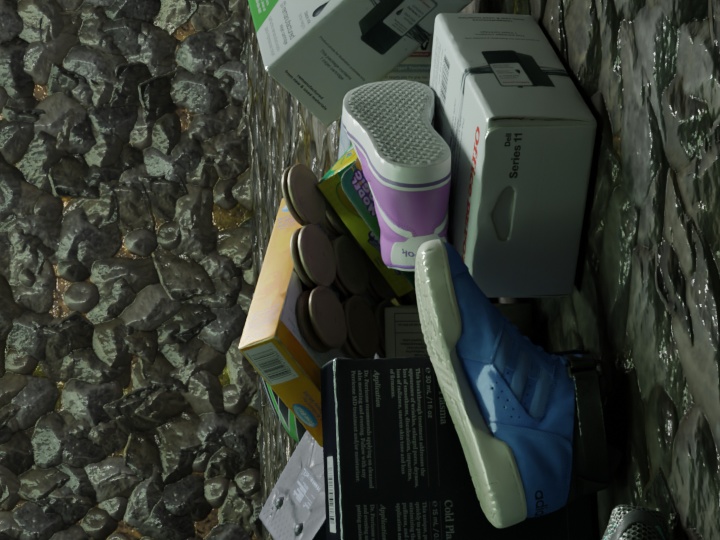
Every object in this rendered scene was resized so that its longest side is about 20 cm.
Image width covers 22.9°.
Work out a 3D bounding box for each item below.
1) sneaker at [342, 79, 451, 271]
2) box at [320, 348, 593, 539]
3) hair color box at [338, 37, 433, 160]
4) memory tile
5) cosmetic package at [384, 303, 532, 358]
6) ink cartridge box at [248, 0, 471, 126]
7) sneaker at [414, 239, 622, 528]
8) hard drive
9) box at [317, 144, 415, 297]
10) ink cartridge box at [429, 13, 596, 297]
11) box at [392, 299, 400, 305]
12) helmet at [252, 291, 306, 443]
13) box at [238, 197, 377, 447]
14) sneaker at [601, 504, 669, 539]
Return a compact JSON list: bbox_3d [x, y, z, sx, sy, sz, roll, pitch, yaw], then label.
[{"bbox_3d":[0.027,-0.067,1.343,0.201,0.072,0.115,-98,3,-62],"label":"sneaker"},{"bbox_3d":[0.068,0.162,1.285,0.104,0.181,0.201,134,134,-80],"label":"box"},{"bbox_3d":[0.035,-0.155,1.697,0.061,0.098,0.201,-104,16,-55],"label":"hair color box"},{"bbox_3d":[0.000,0.000,1.429,0.200,0.017,0.154,14,-118,-59],"label":"memory tile"},{"bbox_3d":[0.080,0.127,1.407,0.071,0.105,0.201,-2,-88,-58],"label":"cosmetic package"},{"bbox_3d":[0.008,-0.244,1.531,0.200,0.083,0.147,-40,32,15],"label":"ink cartridge box"},{"bbox_3d":[0.111,0.064,1.205,0.077,0.111,0.201,98,155,-71],"label":"sneaker"},{"bbox_3d":[-0.011,0.159,1.554,0.201,0.042,0.135,-59,22,2],"label":"hard drive"},{"bbox_3d":[0.037,-0.062,1.448,0.118,0.048,0.200,54,-152,-10],"label":"box"},{"bbox_3d":[0.106,-0.088,1.322,0.200,0.083,0.147,-105,17,-59],"label":"ink cartridge box"},{"bbox_3d":[-0.009,0.024,1.556,0.076,0.050,0.200,66,-155,-4],"label":"box"},{"bbox_3d":[-0.009,0.090,1.743,0.200,0.199,0.192,148,104,-79],"label":"helmet"},{"bbox_3d":[-0.031,0.027,1.414,0.119,0.041,0.201,53,-150,-31],"label":"box"},{"bbox_3d":[0.163,0.227,1.112,0.091,0.077,0.201,-78,0,-50],"label":"sneaker"}]
